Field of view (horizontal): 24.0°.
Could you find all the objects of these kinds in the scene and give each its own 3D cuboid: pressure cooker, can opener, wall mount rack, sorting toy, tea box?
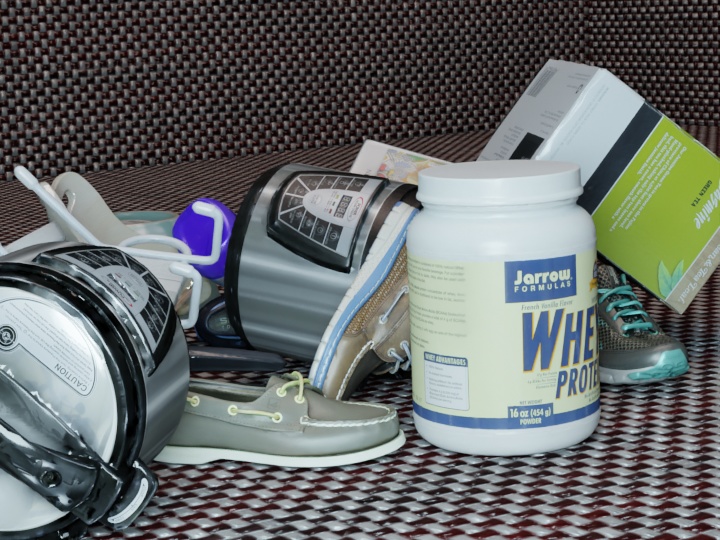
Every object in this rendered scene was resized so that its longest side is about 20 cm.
[{"bbox_3d":[-0.207,0.078,1.078,0.174,0.181,0.200,-4,7,9],"label":"pressure cooker"},{"bbox_3d":[-0.159,0.086,1.397,0.197,0.064,0.079,-4,14,-6],"label":"can opener"},{"bbox_3d":[-0.201,-0.014,1.325,0.172,0.075,0.200,7,26,1],"label":"wall mount rack"},{"bbox_3d":[-0.239,-0.011,1.588,0.106,0.181,0.200,-31,5,7],"label":"sorting toy"},{"bbox_3d":[0.001,0.001,1.489,0.198,0.178,0.178,12,14,22],"label":"pressure cooker"},{"bbox_3d":[0.233,-0.083,1.562,0.196,0.134,0.200,36,4,-12],"label":"tea box"}]

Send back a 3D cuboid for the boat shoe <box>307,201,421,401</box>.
[{"bbox_3d":[0.019,0.042,1.337,0.072,0.202,0.072,24,-17,9],"label":"boat shoe"}]

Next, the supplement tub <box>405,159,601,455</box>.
[{"bbox_3d":[0.106,0.024,1.268,0.143,0.203,0.145,-3,10,0],"label":"supplement tub"}]

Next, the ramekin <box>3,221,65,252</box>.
[{"bbox_3d":[-0.311,0.049,1.385,0.201,0.095,0.202,-30,4,3],"label":"ramekin"}]

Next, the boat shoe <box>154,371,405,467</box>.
[{"bbox_3d":[-0.066,0.107,1.250,0.199,0.061,0.072,-1,10,12],"label":"boat shoe"}]

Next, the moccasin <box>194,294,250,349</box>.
[{"bbox_3d":[-0.059,0.042,1.626,0.198,0.081,0.068,-18,0,-6],"label":"moccasin"}]

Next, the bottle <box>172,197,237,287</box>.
[{"bbox_3d":[-0.106,-0.004,1.703,0.084,0.065,0.200,49,9,35],"label":"bottle"}]

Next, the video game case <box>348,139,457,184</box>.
[{"bbox_3d":[0.070,-0.045,1.650,0.198,0.023,0.183,16,43,10],"label":"video game case"}]

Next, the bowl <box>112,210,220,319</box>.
[{"bbox_3d":[-0.251,-0.006,1.852,0.198,0.106,0.201,-2,10,0],"label":"bowl"}]

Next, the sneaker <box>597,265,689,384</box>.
[{"bbox_3d":[0.214,0.043,1.461,0.077,0.092,0.200,-7,10,-21],"label":"sneaker"}]
